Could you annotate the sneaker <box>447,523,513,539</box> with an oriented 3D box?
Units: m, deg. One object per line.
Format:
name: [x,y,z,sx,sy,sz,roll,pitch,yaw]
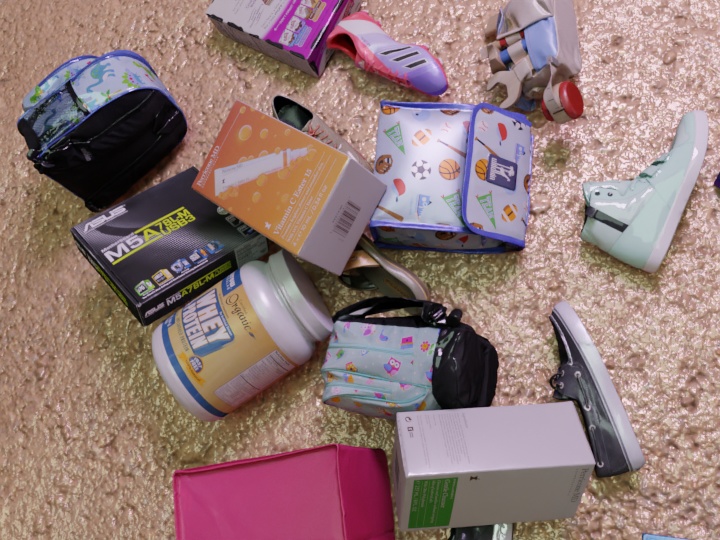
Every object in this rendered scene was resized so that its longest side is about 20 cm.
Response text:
sneaker: [0.116,0.346,0.800,0.083,0.075,0.204,10,69,1]

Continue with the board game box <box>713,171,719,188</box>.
board game box: [0.532,-0.140,0.831,0.200,0.045,0.134,-47,69,0]

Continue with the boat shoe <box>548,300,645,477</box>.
boat shoe: [0.253,0.138,0.829,0.065,0.070,0.204,-23,78,7]

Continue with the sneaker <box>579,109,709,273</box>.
sneaker: [0.332,-0.112,0.862,0.116,0.074,0.204,22,85,14]

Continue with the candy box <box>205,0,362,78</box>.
candy box: [-0.114,-0.390,1.075,0.198,0.061,0.138,29,85,20]

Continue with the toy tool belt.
toy tool belt: [0.216,-0.265,0.931,0.122,0.123,0.205,-20,64,43]

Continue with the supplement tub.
supplement tub: [-0.145,0.080,0.913,0.198,0.145,0.146,-34,69,5]

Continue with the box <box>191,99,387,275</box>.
box: [-0.088,-0.101,0.872,0.198,0.097,0.126,30,93,32]

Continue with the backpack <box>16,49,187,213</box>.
backpack: [-0.366,-0.216,1.036,0.198,0.183,0.148,-36,70,-2]

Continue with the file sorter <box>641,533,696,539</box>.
file sorter: [0.351,0.377,0.704,0.136,0.123,0.205,2,76,17]

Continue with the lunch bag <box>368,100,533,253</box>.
lunch bag: [0.115,-0.115,0.906,0.195,0.124,0.174,6,79,6]

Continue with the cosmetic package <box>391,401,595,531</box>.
cosmetic package: [0.136,0.209,0.776,0.195,0.109,0.086,-3,40,-4]

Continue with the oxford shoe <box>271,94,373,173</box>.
oxford shoe: [-0.055,-0.165,0.989,0.199,0.075,0.071,40,88,19]

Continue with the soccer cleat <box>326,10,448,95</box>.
soccer cleat: [0.037,-0.289,0.997,0.076,0.067,0.200,-38,62,-17]

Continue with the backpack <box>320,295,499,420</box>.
backpack: [0.047,0.112,0.846,0.196,0.167,0.129,2,65,29]

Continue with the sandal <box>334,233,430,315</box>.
sandal: [0.000,0.000,0.925,0.199,0.081,0.054,36,64,17]

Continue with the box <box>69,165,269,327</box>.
box: [-0.252,-0.041,0.963,0.198,0.048,0.193,-32,54,-26]

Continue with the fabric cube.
fabric cube: [-0.073,0.307,0.803,0.192,0.199,0.205,-12,72,14]
